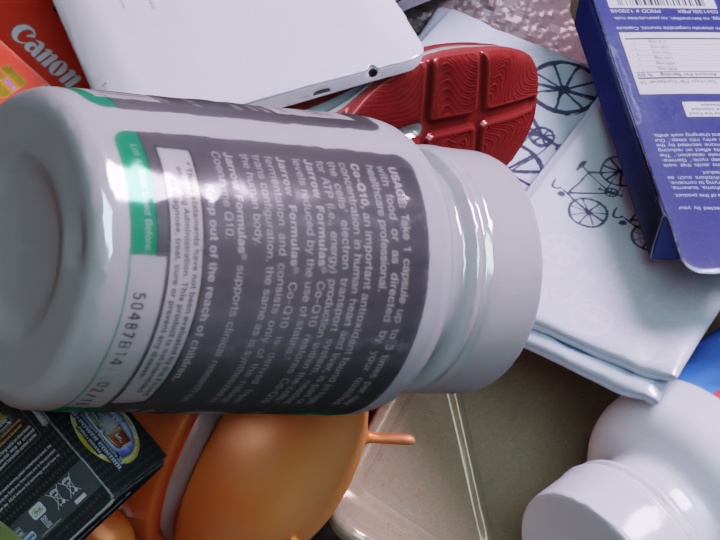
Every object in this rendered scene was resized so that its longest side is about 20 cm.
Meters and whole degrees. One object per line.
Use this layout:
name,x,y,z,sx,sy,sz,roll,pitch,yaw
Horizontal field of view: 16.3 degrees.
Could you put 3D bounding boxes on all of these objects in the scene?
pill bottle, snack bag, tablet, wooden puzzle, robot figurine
pill bottle,0.167,0.080,1.058,0.200,0.112,0.112,-32,84,-30
snack bag,0.080,-0.041,1.094,0.200,0.021,0.189,24,46,18
tablet,-0.065,-0.129,1.051,0.130,0.014,0.200,-17,45,-11
pill bottle,-0.038,-0.004,0.916,0.200,0.113,0.113,3,72,-36
wooden puzzle,0.095,0.079,1.109,0.185,0.037,0.200,35,63,-15
robot figurine,-0.083,0.050,1.026,0.200,0.144,0.117,29,102,13

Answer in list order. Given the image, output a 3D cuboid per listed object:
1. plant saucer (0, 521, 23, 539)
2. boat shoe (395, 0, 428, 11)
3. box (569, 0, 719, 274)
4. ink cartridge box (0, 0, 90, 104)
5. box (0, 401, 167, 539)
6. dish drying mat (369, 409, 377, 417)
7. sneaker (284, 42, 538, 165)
plant saucer,-0.181,0.175,0.949,0.200,0.200,0.031,46,26,2
boat shoe,0.025,-0.162,1.136,0.200,0.072,0.071,-29,83,-37
box,0.170,-0.060,1.089,0.121,0.032,0.200,0,43,-11
ink cartridge box,-0.185,-0.073,1.061,0.200,0.050,0.109,-36,57,-21
box,-0.192,0.074,0.969,0.160,0.200,0.044,49,29,4
dish drying mat,0.000,0.000,1.128,0.077,0.018,0.200,-35,84,-21
sneaker,-0.029,-0.070,1.051,0.200,0.078,0.115,-17,37,-36
